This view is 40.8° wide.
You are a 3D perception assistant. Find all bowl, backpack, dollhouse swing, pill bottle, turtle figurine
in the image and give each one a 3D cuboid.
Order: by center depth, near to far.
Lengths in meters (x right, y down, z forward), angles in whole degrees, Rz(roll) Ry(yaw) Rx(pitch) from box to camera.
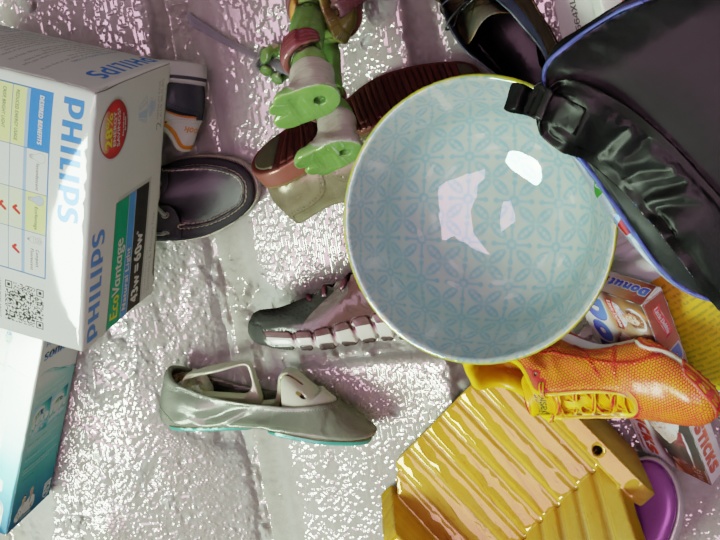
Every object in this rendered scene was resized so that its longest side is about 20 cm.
[{"bbox_3d":[0.217,-0.084,0.575,0.199,0.154,0.192,-28,93,25],"label":"backpack"},{"bbox_3d":[0.096,-0.040,0.723,0.197,0.108,0.203,2,97,20],"label":"bowl"},{"bbox_3d":[-0.071,-0.173,0.727,0.197,0.196,0.144,1,148,-21],"label":"turtle figurine"},{"bbox_3d":[0.264,0.016,0.743,0.109,0.109,0.200,-40,95,17],"label":"pill bottle"},{"bbox_3d":[0.112,0.201,0.768,0.182,0.176,0.200,45,108,7],"label":"dollhouse swing"}]

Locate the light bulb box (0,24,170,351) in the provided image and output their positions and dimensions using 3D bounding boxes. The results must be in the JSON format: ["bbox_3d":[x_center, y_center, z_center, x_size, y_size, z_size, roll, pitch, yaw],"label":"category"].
[{"bbox_3d":[-0.263,-0.072,0.731,0.197,0.125,0.201,15,114,10],"label":"light bulb box"}]

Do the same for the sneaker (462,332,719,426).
[{"bbox_3d":[0.167,0.087,0.717,0.198,0.077,0.073,9,139,42],"label":"sneaker"}]

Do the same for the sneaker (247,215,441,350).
[{"bbox_3d":[0.000,0.000,0.812,0.197,0.076,0.117,-5,98,0],"label":"sneaker"}]

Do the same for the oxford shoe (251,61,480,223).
[{"bbox_3d":[0.013,-0.104,0.790,0.198,0.071,0.075,-23,126,13],"label":"oxford shoe"}]

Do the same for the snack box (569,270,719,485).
[{"bbox_3d":[0.225,0.083,0.751,0.024,0.072,0.201,-41,123,-17],"label":"snack box"}]

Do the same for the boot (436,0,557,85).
[{"bbox_3d":[0.088,-0.212,0.722,0.074,0.097,0.201,-38,96,16],"label":"boot"}]

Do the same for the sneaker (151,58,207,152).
[{"bbox_3d":[-0.228,-0.139,0.805,0.197,0.078,0.081,6,100,7],"label":"sneaker"}]

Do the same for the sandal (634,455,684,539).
[{"bbox_3d":[0.198,0.244,0.821,0.083,0.049,0.204,50,117,36],"label":"sandal"}]

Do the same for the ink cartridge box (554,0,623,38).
[{"bbox_3d":[0.249,-0.165,0.691,0.197,0.125,0.130,-16,101,13],"label":"ink cartridge box"}]

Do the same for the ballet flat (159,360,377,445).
[{"bbox_3d":[-0.083,0.114,0.852,0.197,0.067,0.065,3,98,9],"label":"ballet flat"}]

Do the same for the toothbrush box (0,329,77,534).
[{"bbox_3d":[-0.352,0.115,0.888,0.145,0.085,0.202,17,107,6],"label":"toothbrush box"}]

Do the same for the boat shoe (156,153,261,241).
[{"bbox_3d":[-0.183,-0.052,0.827,0.197,0.063,0.074,-8,104,12],"label":"boat shoe"}]
